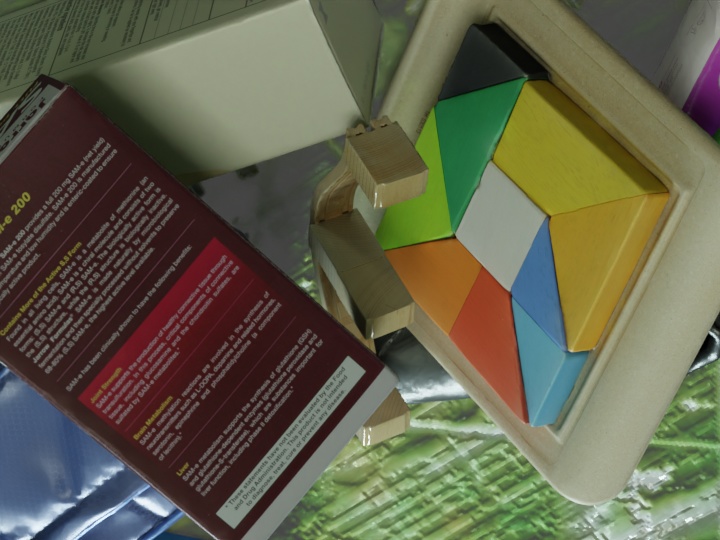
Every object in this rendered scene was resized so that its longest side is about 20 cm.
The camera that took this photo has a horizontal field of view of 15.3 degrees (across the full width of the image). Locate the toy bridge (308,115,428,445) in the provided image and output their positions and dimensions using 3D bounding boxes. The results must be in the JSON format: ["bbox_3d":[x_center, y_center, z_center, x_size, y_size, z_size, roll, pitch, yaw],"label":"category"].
[{"bbox_3d":[0.000,0.000,1.220,0.027,0.067,0.200,-21,146,-17],"label":"toy bridge"}]

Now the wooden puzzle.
[{"bbox_3d":[0.074,-0.021,1.203,0.200,0.037,0.185,44,125,31],"label":"wooden puzzle"}]

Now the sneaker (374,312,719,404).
[{"bbox_3d":[0.090,0.028,1.272,0.200,0.079,0.075,-16,119,17],"label":"sneaker"}]

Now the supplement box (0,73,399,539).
[{"bbox_3d":[-0.094,0.021,1.154,0.200,0.061,0.109,43,84,-20],"label":"supplement box"}]

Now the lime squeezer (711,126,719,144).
[{"bbox_3d":[0.207,-0.071,1.135,0.200,0.038,0.071,-17,117,16],"label":"lime squeezer"}]

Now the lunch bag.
[{"bbox_3d":[-0.122,0.064,1.280,0.132,0.136,0.200,41,116,-17],"label":"lunch bag"}]

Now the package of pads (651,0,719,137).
[{"bbox_3d":[0.199,-0.089,1.191,0.120,0.076,0.200,21,121,-8],"label":"package of pads"}]

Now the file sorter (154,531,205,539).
[{"bbox_3d":[-0.166,0.214,1.383,0.200,0.123,0.139,12,121,-1],"label":"file sorter"}]

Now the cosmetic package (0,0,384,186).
[{"bbox_3d":[-0.096,-0.086,1.208,0.200,0.104,0.073,-16,119,16],"label":"cosmetic package"}]
